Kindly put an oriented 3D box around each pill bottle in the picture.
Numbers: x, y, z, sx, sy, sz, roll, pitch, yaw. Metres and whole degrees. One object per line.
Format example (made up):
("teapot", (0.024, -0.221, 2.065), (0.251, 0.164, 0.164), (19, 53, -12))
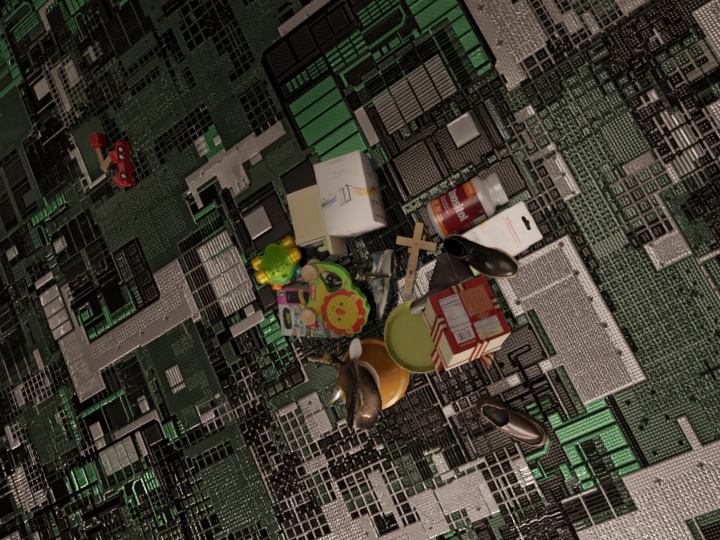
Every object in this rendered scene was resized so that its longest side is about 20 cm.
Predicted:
("pill bottle", (0.283, -0.173, 1.403), (0.198, 0.113, 0.115), (-28, 81, 16))

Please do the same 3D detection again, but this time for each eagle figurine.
("eagle figurine", (-0.024, 0.285, 1.300), (0.200, 0.150, 0.153), (46, 140, 29))

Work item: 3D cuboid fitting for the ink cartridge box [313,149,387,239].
("ink cartridge box", (-0.024, -0.207, 1.492), (0.142, 0.147, 0.204), (-14, 85, 18))

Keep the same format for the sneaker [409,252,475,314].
("sneaker", (0.203, 0.033, 1.443), (0.198, 0.075, 0.107), (-29, 74, -6))

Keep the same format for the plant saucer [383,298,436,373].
("plant saucer", (0.162, 0.180, 1.456), (0.195, 0.031, 0.204), (0, 73, 1))

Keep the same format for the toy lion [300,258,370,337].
("toy lion", (-0.067, 0.080, 1.455), (0.187, 0.069, 0.204), (6, 108, 11))

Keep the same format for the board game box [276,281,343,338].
("board game box", (-0.140, 0.114, 1.555), (0.196, 0.064, 0.151), (0, 106, 19))

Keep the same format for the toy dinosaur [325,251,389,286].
("toy dinosaur", (0.000, 0.000, 1.488), (0.196, 0.048, 0.090), (-8, 53, 27))

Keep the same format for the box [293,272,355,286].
("box", (-0.110, 0.022, 1.575), (0.196, 0.041, 0.040), (5, 91, 20))

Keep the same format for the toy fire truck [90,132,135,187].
("toy fire truck", (-0.857, -0.382, 1.832), (0.138, 0.049, 0.205), (-9, 87, 19))

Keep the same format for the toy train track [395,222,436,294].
("toy train track", (0.151, -0.034, 1.494), (0.112, 0.033, 0.204), (12, 99, 12))

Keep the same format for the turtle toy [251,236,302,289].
("turtle toy", (-0.235, -0.020, 1.548), (0.144, 0.102, 0.201), (-32, 35, -2))

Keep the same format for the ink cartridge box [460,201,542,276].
("ink cartridge box", (0.365, -0.083, 1.398), (0.198, 0.067, 0.119), (-30, 82, 17))

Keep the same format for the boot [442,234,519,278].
("boot", (0.294, -0.029, 1.315), (0.197, 0.138, 0.079), (20, 98, 14))

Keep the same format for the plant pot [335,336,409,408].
("plant pot", (0.019, 0.292, 1.452), (0.196, 0.183, 0.205), (0, 89, 19))

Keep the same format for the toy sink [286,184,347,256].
("toy sink", (-0.126, -0.128, 1.536), (0.110, 0.130, 0.204), (-16, 86, 18))

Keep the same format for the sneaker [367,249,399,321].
("sneaker", (0.060, 0.042, 1.509), (0.085, 0.077, 0.205), (3, 83, 30))

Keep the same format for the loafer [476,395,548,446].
("loafer", (0.390, 0.401, 1.382), (0.197, 0.071, 0.074), (23, 97, 18))

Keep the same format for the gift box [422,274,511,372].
("gift box", (0.261, 0.153, 1.347), (0.181, 0.187, 0.204), (-15, 69, -3))
